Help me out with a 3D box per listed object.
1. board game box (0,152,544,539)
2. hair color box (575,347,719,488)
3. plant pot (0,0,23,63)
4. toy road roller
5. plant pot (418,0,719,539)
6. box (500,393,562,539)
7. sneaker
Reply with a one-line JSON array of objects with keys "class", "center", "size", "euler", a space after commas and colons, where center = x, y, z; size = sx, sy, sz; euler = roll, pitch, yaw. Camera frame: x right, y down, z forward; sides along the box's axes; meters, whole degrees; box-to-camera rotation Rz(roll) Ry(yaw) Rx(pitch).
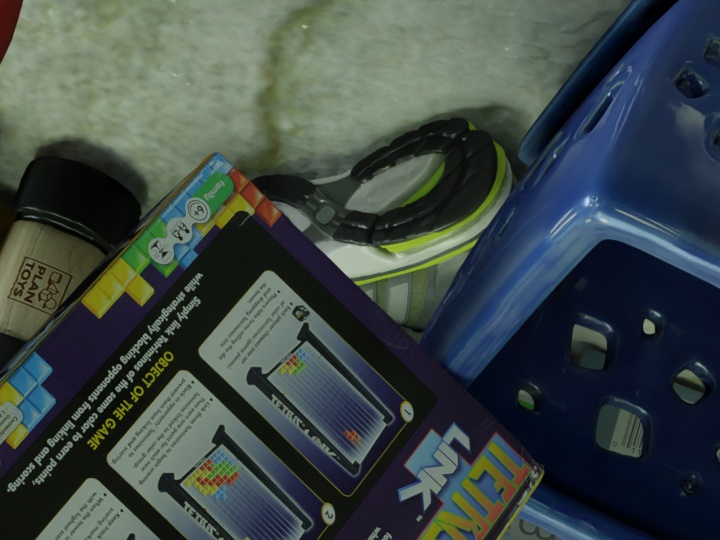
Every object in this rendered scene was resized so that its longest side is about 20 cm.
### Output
[{"class": "board game box", "center": [-0.053, 0.083, 0.925], "size": [0.165, 0.200, 0.057], "euler": [45, 141, -6]}, {"class": "hair color box", "center": [0.117, 0.124, 1.316], "size": [0.099, 0.061, 0.200], "euler": [21, 146, 0]}, {"class": "plant pot", "center": [-0.210, -0.127, 1.015], "size": [0.200, 0.201, 0.182], "euler": [31, 138, -16]}, {"class": "toy road roller", "center": [-0.205, 0.008, 1.271], "size": [0.200, 0.123, 0.146], "euler": [22, 157, -5]}, {"class": "plant pot", "center": [0.148, -0.004, 1.014], "size": [0.200, 0.180, 0.200], "euler": [26, 146, -8]}, {"class": "box", "center": [-0.033, 0.114, 1.206], "size": [0.200, 0.097, 0.177], "euler": [19, 135, -9]}, {"class": "sneaker", "center": [0.000, 0.000, 1.196], "size": [0.200, 0.074, 0.081], "euler": [-14, 137, 42]}]
